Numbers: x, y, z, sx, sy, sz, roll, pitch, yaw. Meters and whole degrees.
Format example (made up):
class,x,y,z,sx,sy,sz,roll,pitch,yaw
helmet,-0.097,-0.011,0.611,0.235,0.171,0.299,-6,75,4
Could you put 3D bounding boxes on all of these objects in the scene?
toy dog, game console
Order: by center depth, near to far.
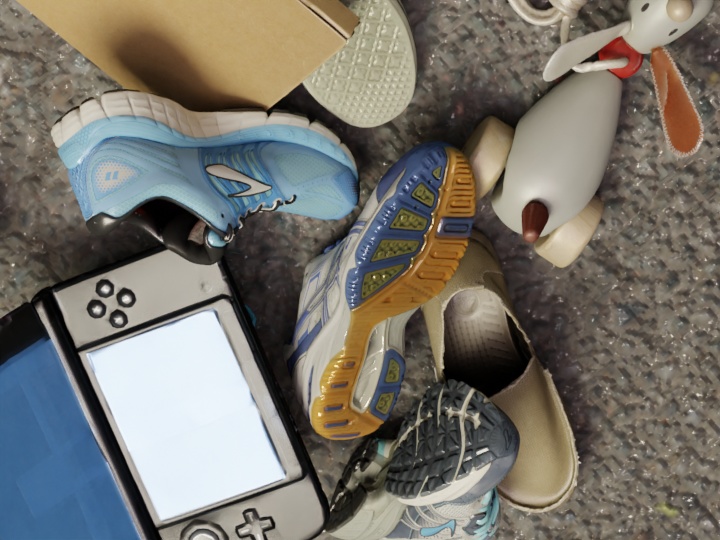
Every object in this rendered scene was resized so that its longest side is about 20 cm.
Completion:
class,x,y,z,sx,sy,sz,roll,pitch,yaw
game console,-0.133,0.107,1.294,0.171,0.119,0.201,-20,104,13
toy dog,0.131,-0.088,1.300,0.131,0.096,0.202,12,112,-5

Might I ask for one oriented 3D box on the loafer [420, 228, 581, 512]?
class,x,y,z,sx,sy,sz,roll,pitch,yaw
loafer,0.081,0.072,1.383,0.075,0.068,0.201,-23,111,9

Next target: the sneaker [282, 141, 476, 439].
class,x,y,z,sx,sy,sz,roll,pitch,yaw
sneaker,0.000,0.000,1.339,0.075,0.088,0.201,8,119,-34

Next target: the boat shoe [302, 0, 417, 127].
class,x,y,z,sx,sy,sz,roll,pitch,yaw
boat shoe,-0.026,-0.167,1.289,0.074,0.062,0.201,-28,125,9

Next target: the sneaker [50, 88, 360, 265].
class,x,y,z,sx,sy,sz,roll,pitch,yaw
sneaker,-0.086,-0.041,1.285,0.199,0.091,0.078,4,157,-36

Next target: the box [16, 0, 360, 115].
class,x,y,z,sx,sy,sz,roll,pitch,yaw
box,-0.120,-0.162,1.266,0.200,0.021,0.163,38,143,-15

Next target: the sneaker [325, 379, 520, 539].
class,x,y,z,sx,sy,sz,roll,pitch,yaw
sneaker,0.057,0.127,1.367,0.086,0.078,0.200,24,155,-16

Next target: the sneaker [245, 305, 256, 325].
class,x,y,z,sx,sy,sz,roll,pitch,yaw
sneaker,-0.100,0.094,1.387,0.130,0.080,0.201,-27,111,12
